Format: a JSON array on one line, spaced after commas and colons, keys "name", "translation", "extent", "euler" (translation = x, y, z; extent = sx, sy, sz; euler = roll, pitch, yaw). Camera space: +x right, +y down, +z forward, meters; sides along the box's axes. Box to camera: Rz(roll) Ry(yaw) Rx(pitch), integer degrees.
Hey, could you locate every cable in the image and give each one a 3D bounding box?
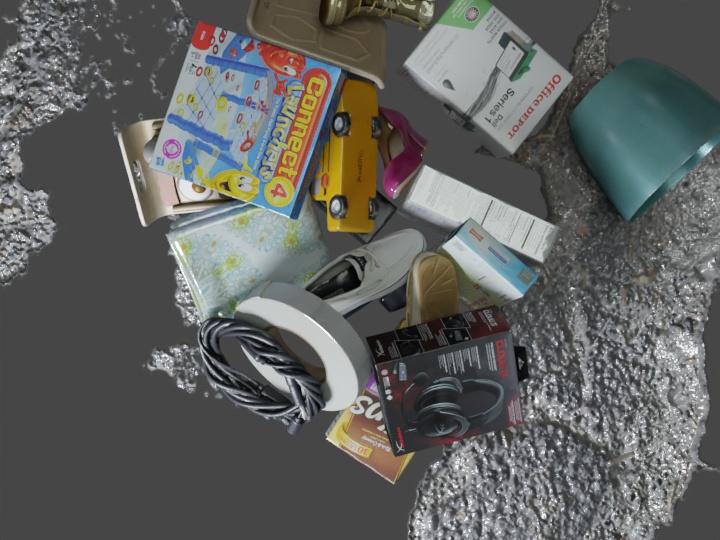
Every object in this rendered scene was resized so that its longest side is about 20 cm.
[{"name": "cable", "translation": [-0.140, 0.137, 1.433], "extent": [0.200, 0.163, 0.051], "euler": [42, 57, 0]}]

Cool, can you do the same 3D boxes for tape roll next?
[{"name": "tape roll", "translation": [-0.079, 0.103, 1.418], "extent": [0.203, 0.203, 0.037], "euler": [41, 55, -1]}]

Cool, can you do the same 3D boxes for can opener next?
[{"name": "can opener", "translation": [0.001, 0.039, 1.485], "extent": [0.200, 0.063, 0.079], "euler": [-29, 83, -3]}]

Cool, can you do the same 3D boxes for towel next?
[{"name": "towel", "translation": [-0.145, -0.018, 1.441], "extent": [0.199, 0.048, 0.172], "euler": [-18, 128, -1]}]

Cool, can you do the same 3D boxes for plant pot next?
[{"name": "plant pot", "translation": [0.384, -0.192, 1.455], "extent": [0.200, 0.201, 0.161], "euler": [-42, 78, -3]}]

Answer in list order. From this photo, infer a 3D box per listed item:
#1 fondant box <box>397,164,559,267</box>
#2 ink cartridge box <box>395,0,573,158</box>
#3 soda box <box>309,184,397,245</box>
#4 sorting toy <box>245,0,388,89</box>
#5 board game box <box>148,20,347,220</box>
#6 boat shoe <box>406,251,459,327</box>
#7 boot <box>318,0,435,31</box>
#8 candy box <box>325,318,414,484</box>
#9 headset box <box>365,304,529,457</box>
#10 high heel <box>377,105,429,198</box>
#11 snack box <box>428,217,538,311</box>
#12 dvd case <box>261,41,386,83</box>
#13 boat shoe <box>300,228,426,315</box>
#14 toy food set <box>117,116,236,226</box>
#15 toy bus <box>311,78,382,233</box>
[{"name": "fondant box", "translation": [0.156, -0.069, 1.457], "extent": [0.200, 0.144, 0.058], "euler": [26, 86, -2]}, {"name": "ink cartridge box", "translation": [0.173, -0.274, 1.484], "extent": [0.200, 0.084, 0.146], "euler": [38, 87, -8]}, {"name": "soda box", "translation": [-0.046, -0.124, 1.488], "extent": [0.200, 0.063, 0.071], "euler": [41, 87, 0]}, {"name": "sorting toy", "translation": [-0.056, -0.323, 1.435], "extent": [0.200, 0.185, 0.037], "euler": [21, 126, -13]}, {"name": "board game box", "translation": [-0.142, -0.190, 1.355], "extent": [0.195, 0.056, 0.201], "euler": [19, 92, 7]}, {"name": "boat shoe", "translation": [0.098, 0.069, 1.436], "extent": [0.073, 0.069, 0.201], "euler": [-4, 108, -12]}, {"name": "boot", "translation": [0.027, -0.366, 1.445], "extent": [0.155, 0.200, 0.073], "euler": [18, 119, -5]}, {"name": "candy box", "translation": [0.053, 0.181, 1.489], "extent": [0.117, 0.056, 0.200], "euler": [33, 88, -2]}, {"name": "headset box", "translation": [0.120, 0.141, 1.387], "extent": [0.199, 0.077, 0.149], "euler": [-13, 117, -4]}, {"name": "high heel", "translation": [0.037, -0.165, 1.436], "extent": [0.096, 0.200, 0.067], "euler": [36, 123, -6]}, {"name": "snack box", "translation": [0.153, 0.000, 1.426], "extent": [0.116, 0.200, 0.037], "euler": [41, 75, -2]}, {"name": "dvd case", "translation": [-0.077, -0.266, 1.470], "extent": [0.150, 0.025, 0.200], "euler": [41, 62, -1]}, {"name": "boat shoe", "translation": [0.000, 0.000, 1.430], "extent": [0.200, 0.066, 0.072], "euler": [-28, 65, -4]}, {"name": "toy food set", "translation": [-0.214, -0.135, 1.435], "extent": [0.199, 0.060, 0.144], "euler": [-5, 118, 10]}, {"name": "toy bus", "translation": [-0.021, -0.151, 1.410], "extent": [0.065, 0.078, 0.201], "euler": [1, 92, -40]}]
